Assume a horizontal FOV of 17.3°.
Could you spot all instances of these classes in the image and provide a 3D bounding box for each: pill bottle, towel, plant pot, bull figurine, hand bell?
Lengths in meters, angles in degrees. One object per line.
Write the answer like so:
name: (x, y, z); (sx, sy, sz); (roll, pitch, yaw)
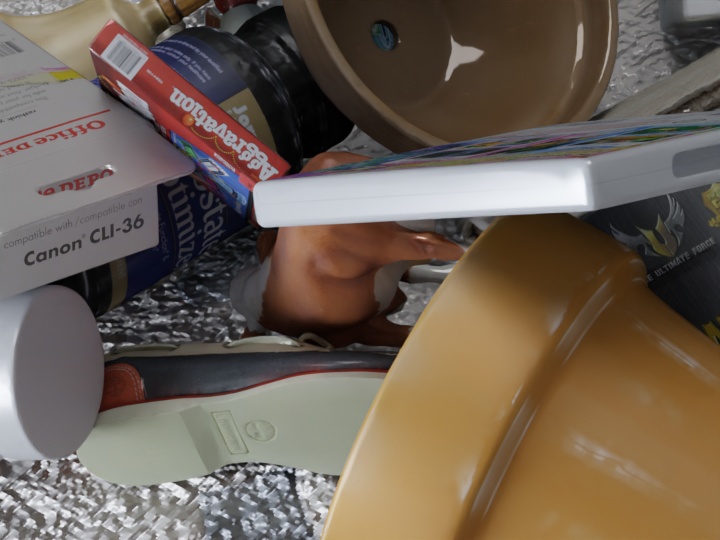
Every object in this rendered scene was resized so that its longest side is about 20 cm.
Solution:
pill bottle: (-0.229, 0.048, 1.151); (0.198, 0.112, 0.111); (1, 37, 25)
towel: (0.155, -0.074, 1.227); (0.199, 0.035, 0.132); (-28, 6, 39)
pill bottle: (-0.103, -0.064, 1.290); (0.199, 0.113, 0.112); (-33, 44, -28)
plant pot: (0.033, -0.141, 1.273); (0.200, 0.202, 0.093); (-38, 6, -33)
bull figurine: (0.000, 0.000, 1.167); (0.120, 0.200, 0.066); (8, 71, -5)
plant pot: (0.108, 0.100, 0.995); (0.182, 0.201, 0.200); (27, 48, 16)
hand bell: (-0.104, -0.155, 1.365); (0.199, 0.104, 0.104); (-32, 40, 1)

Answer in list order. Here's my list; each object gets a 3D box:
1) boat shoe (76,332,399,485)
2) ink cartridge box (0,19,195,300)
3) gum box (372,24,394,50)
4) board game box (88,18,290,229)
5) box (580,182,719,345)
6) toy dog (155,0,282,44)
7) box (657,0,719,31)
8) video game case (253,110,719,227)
boat shoe: (-0.041, 0.060, 1.156); (0.198, 0.072, 0.063); (-7, 41, 12)
ink cartridge box: (-0.174, -0.047, 1.121); (0.116, 0.068, 0.200); (-21, 37, -31)
gum box: (0.012, -0.225, 1.402); (0.044, 0.201, 0.170); (-18, 38, -14)
board game box: (-0.081, -0.065, 1.126); (0.103, 0.200, 0.019); (40, 85, 0)
box: (0.213, 0.009, 1.130); (0.199, 0.048, 0.159); (-27, 73, -24)
toy dog: (-0.070, -0.184, 1.452); (0.131, 0.096, 0.202); (-1, 73, 26)
box: (0.244, -0.196, 1.326); (0.151, 0.107, 0.200); (-5, 3, 3)
video game case: (0.084, -0.044, 1.002); (0.181, 0.024, 0.199); (-13, 8, -41)
